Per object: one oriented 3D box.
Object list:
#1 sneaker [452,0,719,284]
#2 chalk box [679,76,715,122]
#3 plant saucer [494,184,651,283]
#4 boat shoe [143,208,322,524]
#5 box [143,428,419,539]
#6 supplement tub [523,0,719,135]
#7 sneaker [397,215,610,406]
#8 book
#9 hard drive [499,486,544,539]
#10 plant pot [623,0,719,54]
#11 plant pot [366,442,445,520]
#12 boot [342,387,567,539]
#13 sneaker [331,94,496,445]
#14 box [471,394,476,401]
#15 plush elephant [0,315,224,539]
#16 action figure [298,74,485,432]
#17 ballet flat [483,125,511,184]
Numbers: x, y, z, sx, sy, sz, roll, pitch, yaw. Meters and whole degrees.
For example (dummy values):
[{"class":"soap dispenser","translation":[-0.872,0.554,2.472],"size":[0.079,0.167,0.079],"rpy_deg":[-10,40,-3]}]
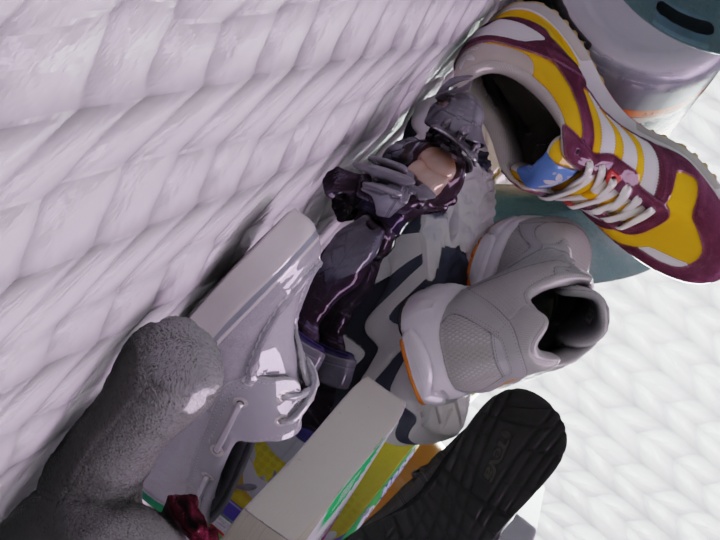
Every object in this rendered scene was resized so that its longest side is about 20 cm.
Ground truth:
[{"class":"sneaker","translation":[0.127,-0.055,1.215],"size":[0.075,0.200,0.090],"rpy_deg":[-42,-175,40]},{"class":"chalk box","translation":[0.200,-0.173,1.543],"size":[0.124,0.124,0.200],"rpy_deg":[-53,177,-9]},{"class":"plant saucer","translation":[0.090,-0.027,1.385],"size":[0.201,0.201,0.039],"rpy_deg":[-40,131,-71]},{"class":"boat shoe","translation":[-0.054,0.052,1.003],"size":[0.200,0.068,0.072],"rpy_deg":[-56,175,39]},{"class":"box","translation":[-0.028,0.088,1.265],"size":[0.200,0.117,0.048],"rpy_deg":[-50,176,-40]},{"class":"supplement tub","translation":[0.150,-0.131,1.339],"size":[0.123,0.122,0.200],"rpy_deg":[-51,176,-22]},{"class":"sneaker","translation":[0.099,0.020,1.162],"size":[0.092,0.076,0.200],"rpy_deg":[-5,-162,28]},{"class":"book","translation":[-0.055,0.157,1.097],"size":[0.134,0.048,0.200],"rpy_deg":[-47,169,-53]},{"class":"hard drive","translation":[0.077,0.208,1.498],"size":[0.132,0.027,0.200],"rpy_deg":[-52,177,6]},{"class":"plant pot","translation":[0.222,-0.213,1.092],"size":[0.196,0.200,0.200],"rpy_deg":[-38,167,-42]},{"class":"plant pot","translation":[-0.015,0.156,1.499],"size":[0.200,0.183,0.200],"rpy_deg":[-52,176,-6]},{"class":"boot","translation":[0.030,0.151,1.148],"size":[0.200,0.068,0.131],"rpy_deg":[-44,174,-17]},{"class":"sneaker","translation":[0.000,0.000,1.217],"size":[0.079,0.129,0.199],"rpy_deg":[20,70,-57]},{"class":"box","translation":[0.035,0.052,1.553],"size":[0.048,0.122,0.200],"rpy_deg":[-31,173,-12]},{"class":"plush elephant","translation":[-0.072,0.148,0.904],"size":[0.155,0.165,0.200],"rpy_deg":[20,133,-39]},{"class":"action figure","translation":[0.001,-0.016,1.095],"size":[0.200,0.069,0.130],"rpy_deg":[-56,169,-2]},{"class":"ballet flat","translation":[0.087,-0.061,1.621],"size":[0.200,0.073,0.073],"rpy_deg":[-51,176,16]}]
